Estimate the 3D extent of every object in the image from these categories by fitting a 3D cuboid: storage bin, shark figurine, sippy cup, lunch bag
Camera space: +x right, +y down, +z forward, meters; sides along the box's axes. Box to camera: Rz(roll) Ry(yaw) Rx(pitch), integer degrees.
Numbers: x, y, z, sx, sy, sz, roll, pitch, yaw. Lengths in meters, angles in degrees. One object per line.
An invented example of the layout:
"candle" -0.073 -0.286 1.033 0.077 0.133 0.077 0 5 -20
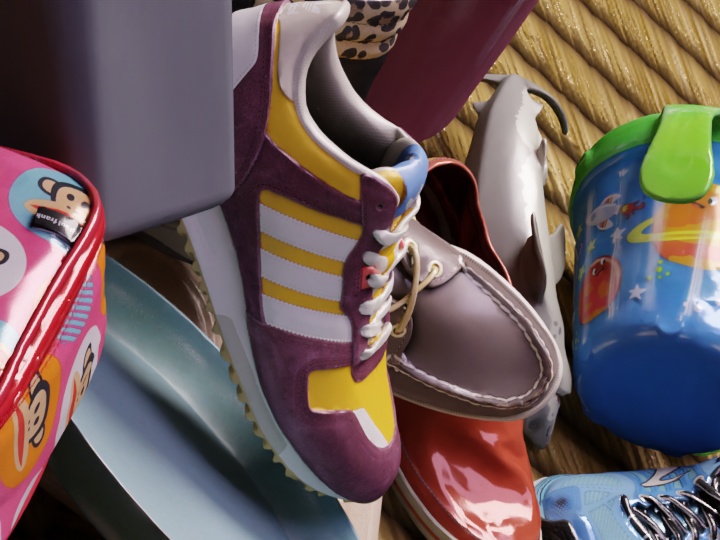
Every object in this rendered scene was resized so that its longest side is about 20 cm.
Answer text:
"storage bin" -0.127 -0.086 1.057 0.145 0.200 0.135 -20 109 -51
"shark figurine" 0.053 -0.034 1.434 0.128 0.089 0.215 70 15 -56
"sippy cup" 0.160 0.014 1.457 0.178 0.140 0.131 41 44 -28
"lunch bag" -0.191 0.024 0.935 0.200 0.082 0.176 11 40 9

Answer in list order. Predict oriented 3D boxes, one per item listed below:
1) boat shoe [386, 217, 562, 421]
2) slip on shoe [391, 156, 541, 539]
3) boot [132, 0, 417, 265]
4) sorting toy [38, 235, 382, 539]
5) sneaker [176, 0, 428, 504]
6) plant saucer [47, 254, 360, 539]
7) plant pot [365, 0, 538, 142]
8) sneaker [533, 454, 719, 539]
"boat shoe" 0.000 0.000 1.275 0.200 0.072 0.060 35 -4 0
"slip on shoe" 0.042 0.041 1.331 0.074 0.061 0.200 1 67 -35
"boot" -0.083 -0.086 1.170 0.200 0.151 0.073 23 37 -5
"sorting toy" -0.065 0.067 1.208 0.185 0.036 0.200 39 29 -25
"sneaker" -0.010 -0.004 1.120 0.075 0.090 0.200 -68 139 -62
"plant saucer" -0.067 0.069 1.090 0.200 0.027 0.200 45 13 -13
"plant pot" 0.009 -0.158 1.270 0.200 0.179 0.200 11 43 -10
"sneaker" 0.150 0.113 1.402 0.200 0.090 0.079 -2 61 -54
